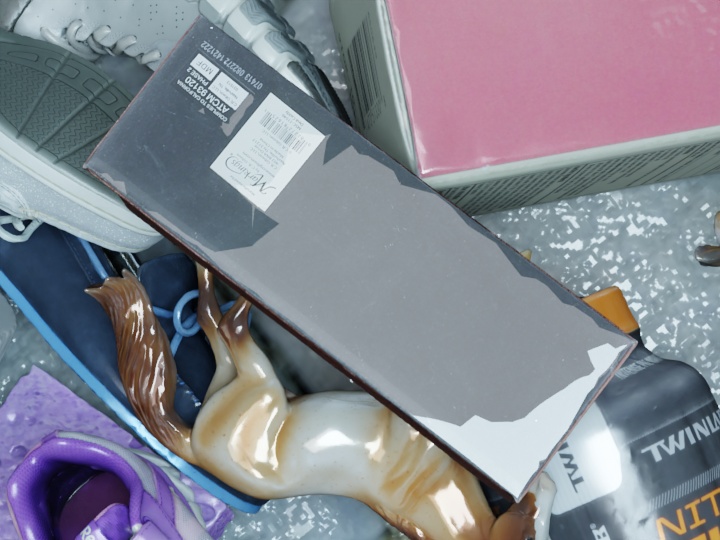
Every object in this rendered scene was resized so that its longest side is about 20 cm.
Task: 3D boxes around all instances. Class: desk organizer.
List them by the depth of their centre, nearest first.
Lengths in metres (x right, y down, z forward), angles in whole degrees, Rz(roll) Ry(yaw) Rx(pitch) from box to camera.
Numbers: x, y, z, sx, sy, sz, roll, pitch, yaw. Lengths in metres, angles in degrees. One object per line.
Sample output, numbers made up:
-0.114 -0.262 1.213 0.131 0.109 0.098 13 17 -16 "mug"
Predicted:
0.000 0.000 0.805 0.199 0.077 0.072 37 84 8 "desk organizer"

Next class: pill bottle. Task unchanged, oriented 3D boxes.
0.115 0.110 0.892 0.105 0.106 0.201 -24 86 2 "pill bottle"

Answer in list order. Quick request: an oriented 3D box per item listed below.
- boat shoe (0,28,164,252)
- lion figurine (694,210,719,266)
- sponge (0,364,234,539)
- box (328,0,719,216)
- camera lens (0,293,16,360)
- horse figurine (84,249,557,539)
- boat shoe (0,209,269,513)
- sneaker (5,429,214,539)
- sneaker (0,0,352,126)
-0.162 -0.061 0.902 0.201 0.075 0.065 27 126 8 "boat shoe"
0.225 0.028 0.868 0.122 0.200 0.073 -8 63 33 "lion figurine"
-0.152 0.155 0.924 0.111 0.030 0.201 32 82 15 "sponge"
0.098 -0.092 0.875 0.198 0.128 0.110 -11 84 -9 "box"
-0.253 0.068 0.881 0.159 0.160 0.201 33 97 5 "camera lens"
-0.013 0.049 0.861 0.198 0.050 0.134 6 89 7 "horse figurine"
-0.098 0.016 0.923 0.069 0.084 0.200 -44 87 1 "boat shoe"
-0.075 0.132 0.833 0.080 0.089 0.200 -43 57 -6 "sneaker"
-0.097 -0.095 0.940 0.115 0.075 0.200 -40 76 7 "sneaker"
